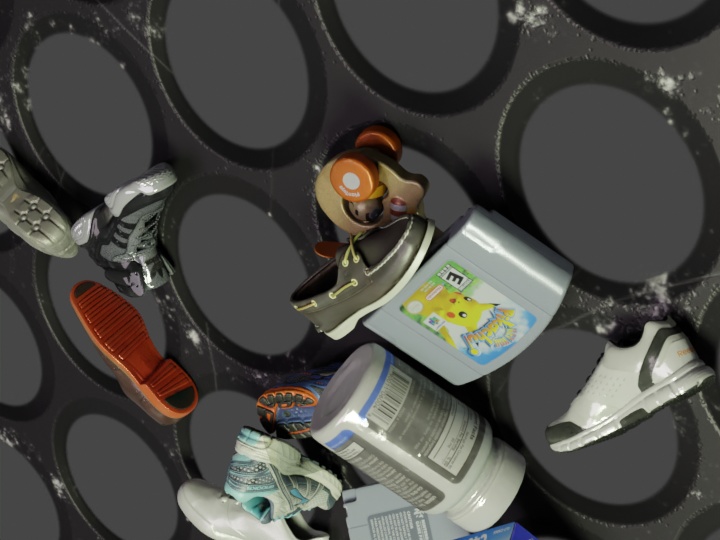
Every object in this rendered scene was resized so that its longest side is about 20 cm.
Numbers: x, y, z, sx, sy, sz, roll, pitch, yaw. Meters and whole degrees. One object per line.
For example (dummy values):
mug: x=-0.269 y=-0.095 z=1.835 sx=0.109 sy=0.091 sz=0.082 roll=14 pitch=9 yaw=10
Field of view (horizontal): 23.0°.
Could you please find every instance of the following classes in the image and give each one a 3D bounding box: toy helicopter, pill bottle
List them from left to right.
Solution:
toy helicopter: x=0.041 y=-0.036 z=1.722 sx=0.200 sy=0.079 sz=0.132 roll=36 pitch=128 yaw=2
pill bottle: x=0.059 y=0.171 z=1.759 sx=0.200 sy=0.114 sz=0.114 roll=35 pitch=137 yaw=-14

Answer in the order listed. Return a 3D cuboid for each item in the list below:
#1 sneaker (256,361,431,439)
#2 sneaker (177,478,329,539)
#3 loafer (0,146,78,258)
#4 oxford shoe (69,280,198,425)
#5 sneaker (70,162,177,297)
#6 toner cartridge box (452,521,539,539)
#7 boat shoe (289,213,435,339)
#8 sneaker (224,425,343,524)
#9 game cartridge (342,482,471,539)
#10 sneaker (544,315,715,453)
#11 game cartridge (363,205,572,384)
sneaker: x=-0.010 y=0.127 z=1.860 sx=0.199 sy=0.079 sz=0.076 roll=-1 pitch=120 yaw=21
sneaker: x=-0.119 y=0.282 z=2.053 sx=0.199 sy=0.075 sz=0.089 roll=30 pitch=118 yaw=16
loafer: x=-0.400 y=-0.080 z=2.063 sx=0.200 sy=0.070 sz=0.070 roll=44 pitch=172 yaw=30
oxford shoe: x=-0.278 y=0.102 z=2.069 sx=0.200 sy=0.071 sz=0.073 roll=52 pitch=140 yaw=2
sneaker: x=-0.238 y=-0.040 z=1.951 sx=0.114 sy=0.075 sz=0.200 roll=57 pitch=141 yaw=-3
toner cartridge box: x=0.185 y=0.331 z=1.777 sx=0.200 sy=0.043 sz=0.095 roll=39 pitch=139 yaw=-23
boat shoe: x=0.000 y=0.000 z=1.685 sx=0.060 sy=0.072 sz=0.201 roll=31 pitch=139 yaw=-14
sneaker: x=-0.091 y=0.234 z=1.921 sx=0.077 sy=0.087 sz=0.200 roll=21 pitch=169 yaw=33
game cartridge: x=0.063 y=0.316 z=1.861 sx=0.133 sy=0.040 sz=0.201 roll=-14 pitch=82 yaw=17
sneaker: x=0.242 y=0.108 z=1.649 sx=0.200 sy=0.074 sz=0.080 roll=-37 pitch=74 yaw=41
game cartridge: x=0.106 y=0.031 z=1.686 sx=0.133 sy=0.041 sz=0.200 roll=30 pitch=136 yaw=-14
